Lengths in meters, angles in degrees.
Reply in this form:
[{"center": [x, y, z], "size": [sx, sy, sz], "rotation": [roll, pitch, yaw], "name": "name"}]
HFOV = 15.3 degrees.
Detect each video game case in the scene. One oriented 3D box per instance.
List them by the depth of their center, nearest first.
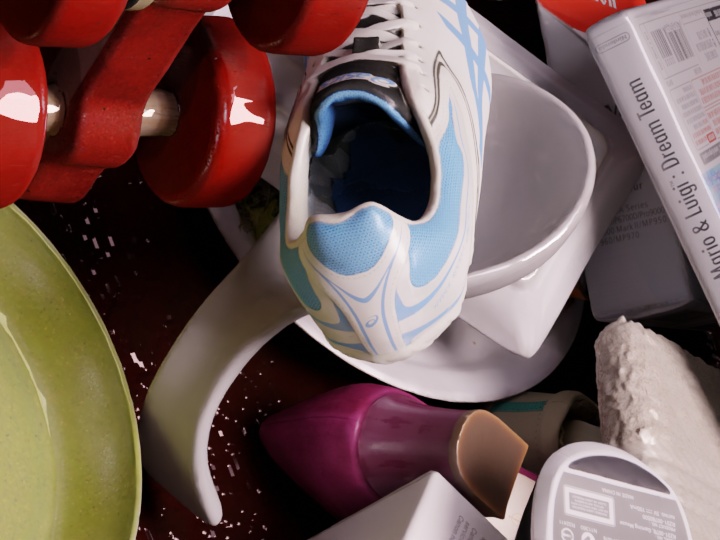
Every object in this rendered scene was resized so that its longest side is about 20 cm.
[{"center": [0.157, -0.025, 1.080], "size": [0.183, 0.024, 0.200], "rotation": [65, 19, 0], "name": "video game case"}]

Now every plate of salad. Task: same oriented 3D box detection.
[{"center": [0.017, -0.041, 1.060], "size": [0.199, 0.048, 0.201], "rotation": [23, 48, -27], "name": "plate of salad"}]

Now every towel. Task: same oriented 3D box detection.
[{"center": [0.158, 0.111, 1.032], "size": [0.200, 0.034, 0.133], "rotation": [31, 44, -38], "name": "towel"}]

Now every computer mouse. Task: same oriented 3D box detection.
[{"center": [0.080, 0.156, 0.891], "size": [0.109, 0.044, 0.201], "rotation": [17, 59, -28], "name": "computer mouse"}]

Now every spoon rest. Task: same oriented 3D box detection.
[{"center": [0.000, 0.000, 0.944], "size": [0.200, 0.099, 0.061], "rotation": [-44, 145, -16], "name": "spoon rest"}]

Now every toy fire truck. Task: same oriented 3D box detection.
[{"center": [-0.088, -0.121, 0.885], "size": [0.112, 0.200, 0.169], "rotation": [-2, 56, -32], "name": "toy fire truck"}]

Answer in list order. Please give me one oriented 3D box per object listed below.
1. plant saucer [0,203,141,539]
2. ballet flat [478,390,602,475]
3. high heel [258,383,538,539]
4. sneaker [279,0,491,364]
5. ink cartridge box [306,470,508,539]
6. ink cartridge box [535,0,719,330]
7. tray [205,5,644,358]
[{"center": [-0.158, 0.047, 0.858], "size": [0.199, 0.031, 0.201], "rotation": [25, 50, -33], "name": "plant saucer"}, {"center": [0.129, 0.108, 1.080], "size": [0.200, 0.069, 0.070], "rotation": [35, 46, -25], "name": "ballet flat"}, {"center": [0.046, 0.106, 1.024], "size": [0.200, 0.096, 0.068], "rotation": [55, 51, -39], "name": "high heel"}, {"center": [0.008, -0.057, 0.920], "size": [0.201, 0.071, 0.073], "rotation": [-89, 170, -47], "name": "sneaker"}, {"center": [0.047, 0.195, 0.931], "size": [0.200, 0.084, 0.145], "rotation": [44, 43, -15], "name": "ink cartridge box"}, {"center": [0.126, -0.076, 1.135], "size": [0.160, 0.047, 0.201], "rotation": [5, 75, -67], "name": "ink cartridge box"}, {"center": [0.012, -0.065, 1.012], "size": [0.200, 0.022, 0.108], "rotation": [35, 70, -9], "name": "tray"}]
